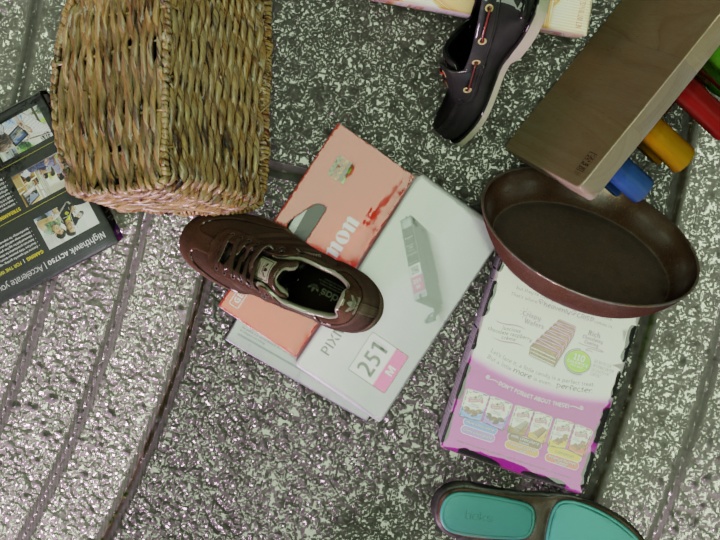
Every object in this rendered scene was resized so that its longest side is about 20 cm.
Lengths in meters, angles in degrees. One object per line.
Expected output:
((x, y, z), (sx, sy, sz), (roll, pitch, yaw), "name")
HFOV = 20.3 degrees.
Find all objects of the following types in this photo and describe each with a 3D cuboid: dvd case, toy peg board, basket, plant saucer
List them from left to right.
((-0.172, -0.150, 1.736), (0.142, 0.148, 0.202), (-5, 82, 35), "basket")
((-0.008, 0.011, 1.787), (0.149, 0.025, 0.201), (29, 93, -4), "dvd case")
((0.193, -0.019, 1.722), (0.198, 0.201, 0.035), (17, 122, -3), "plant saucer")
((0.248, -0.136, 1.709), (0.098, 0.200, 0.200), (38, 92, -18), "toy peg board")

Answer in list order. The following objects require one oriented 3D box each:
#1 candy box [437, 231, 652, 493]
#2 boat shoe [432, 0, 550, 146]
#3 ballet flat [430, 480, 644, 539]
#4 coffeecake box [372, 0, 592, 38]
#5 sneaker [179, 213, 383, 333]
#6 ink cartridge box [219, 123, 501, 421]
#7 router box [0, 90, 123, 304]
((0.161, 0.079, 1.778), (0.135, 0.061, 0.202), (19, 94, -3), "candy box")
((0.098, -0.182, 1.707), (0.063, 0.202, 0.074), (13, 54, -11), "boat shoe")
((0.159, 0.222, 1.784), (0.198, 0.068, 0.069), (18, 94, -3), "ballet flat")
((0.110, -0.296, 1.746), (0.198, 0.073, 0.155), (10, 94, -2), "coffeecake box")
((-0.074, -0.006, 1.717), (0.198, 0.075, 0.071), (20, 88, 19), "sneaker")
((0.000, 0.000, 1.754), (0.173, 0.044, 0.201), (33, 92, -6), "ink cartridge box")
((-0.330, -0.046, 1.758), (0.199, 0.051, 0.150), (-27, 96, 0), "router box")
